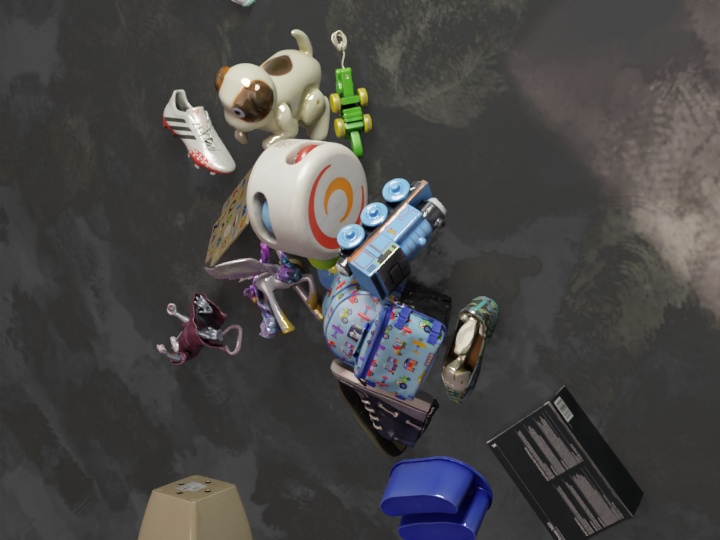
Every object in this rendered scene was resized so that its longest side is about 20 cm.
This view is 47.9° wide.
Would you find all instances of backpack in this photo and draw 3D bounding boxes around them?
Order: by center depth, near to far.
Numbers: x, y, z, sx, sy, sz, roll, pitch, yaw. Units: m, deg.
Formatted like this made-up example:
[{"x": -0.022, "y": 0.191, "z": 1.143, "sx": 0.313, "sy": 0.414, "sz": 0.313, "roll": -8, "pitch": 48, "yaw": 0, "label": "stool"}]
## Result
[{"x": 0.029, "y": 0.092, "z": 1.313, "sx": 0.197, "sy": 0.135, "sz": 0.184, "roll": 26, "pitch": 122, "yaw": -3, "label": "backpack"}]

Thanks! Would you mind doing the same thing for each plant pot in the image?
[{"x": -0.356, "y": 0.555, "z": 1.747, "sx": 0.197, "sy": 0.198, "sz": 0.181, "roll": 3, "pitch": 95, "yaw": 35, "label": "plant pot"}]

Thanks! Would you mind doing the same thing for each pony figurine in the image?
[{"x": -0.165, "y": 0.017, "z": 1.480, "sx": 0.190, "sy": 0.167, "sz": 0.204, "roll": -20, "pitch": 88, "yaw": 6, "label": "pony figurine"}]

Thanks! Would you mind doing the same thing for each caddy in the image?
[{"x": 0.129, "y": 0.387, "z": 1.388, "sx": 0.197, "sy": 0.105, "sz": 0.143, "roll": -16, "pitch": 117, "yaw": 38, "label": "caddy"}]

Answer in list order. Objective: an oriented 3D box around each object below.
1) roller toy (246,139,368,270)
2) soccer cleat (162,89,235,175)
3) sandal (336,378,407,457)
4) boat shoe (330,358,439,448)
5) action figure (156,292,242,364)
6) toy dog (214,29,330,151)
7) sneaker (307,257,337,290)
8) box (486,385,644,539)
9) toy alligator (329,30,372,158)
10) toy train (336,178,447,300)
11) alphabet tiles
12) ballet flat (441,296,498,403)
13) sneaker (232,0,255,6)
[{"x": -0.088, "y": -0.119, "z": 1.311, "sx": 0.138, "sy": 0.182, "sz": 0.204, "roll": 12, "pitch": 81, "yaw": 37, "label": "roller toy"}, {"x": -0.303, "y": -0.260, "z": 1.533, "sx": 0.200, "sy": 0.068, "sz": 0.086, "roll": 45, "pitch": 129, "yaw": 22, "label": "soccer cleat"}, {"x": 0.014, "y": 0.242, "z": 1.449, "sx": 0.204, "sy": 0.079, "sz": 0.057, "roll": 63, "pitch": 161, "yaw": -3, "label": "sandal"}, {"x": 0.029, "y": 0.230, "z": 1.388, "sx": 0.197, "sy": 0.075, "sz": 0.094, "roll": 23, "pitch": 100, "yaw": 5, "label": "boat shoe"}, {"x": -0.337, "y": 0.132, "z": 1.678, "sx": 0.147, "sy": 0.136, "sz": 0.200, "roll": 22, "pitch": 142, "yaw": -19, "label": "action figure"}, {"x": -0.144, "y": -0.285, "z": 1.323, "sx": 0.139, "sy": 0.199, "sz": 0.196, "roll": 36, "pitch": 122, "yaw": 21, "label": "toy dog"}, {"x": 0.000, "y": 0.000, "z": 1.395, "sx": 0.197, "sy": 0.076, "sz": 0.107, "roll": 10, "pitch": 125, "yaw": 38, "label": "sneaker"}, {"x": 0.311, "y": 0.303, "z": 1.242, "sx": 0.141, "sy": 0.078, "sz": 0.202, "roll": -42, "pitch": 79, "yaw": 34, "label": "box"}, {"x": -0.023, "y": -0.286, "z": 1.330, "sx": 0.054, "sy": 0.058, "sz": 0.204, "roll": -154, "pitch": 53, "yaw": -74, "label": "toy alligator"}, {"x": 0.051, "y": -0.054, "z": 1.261, "sx": 0.114, "sy": 0.200, "sz": 0.087, "roll": 35, "pitch": 163, "yaw": 35, "label": "toy train"}, {"x": -0.230, "y": -0.105, "z": 1.487, "sx": 0.006, "sy": 0.168, "sz": 0.200, "roll": 27, "pitch": 131, "yaw": -24, "label": "alphabet tiles"}, {"x": 0.163, "y": 0.134, "z": 1.307, "sx": 0.073, "sy": 0.074, "sz": 0.204, "roll": 26, "pitch": 118, "yaw": 27, "label": "ballet flat"}, {"x": -0.269, "y": -0.531, "z": 1.377, "sx": 0.201, "sy": 0.139, "sz": 0.078, "roll": 53, "pitch": 126, "yaw": 11, "label": "sneaker"}]
